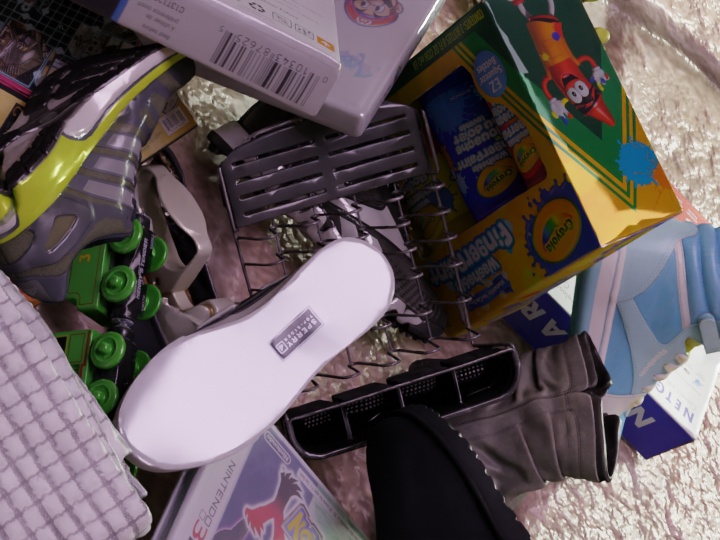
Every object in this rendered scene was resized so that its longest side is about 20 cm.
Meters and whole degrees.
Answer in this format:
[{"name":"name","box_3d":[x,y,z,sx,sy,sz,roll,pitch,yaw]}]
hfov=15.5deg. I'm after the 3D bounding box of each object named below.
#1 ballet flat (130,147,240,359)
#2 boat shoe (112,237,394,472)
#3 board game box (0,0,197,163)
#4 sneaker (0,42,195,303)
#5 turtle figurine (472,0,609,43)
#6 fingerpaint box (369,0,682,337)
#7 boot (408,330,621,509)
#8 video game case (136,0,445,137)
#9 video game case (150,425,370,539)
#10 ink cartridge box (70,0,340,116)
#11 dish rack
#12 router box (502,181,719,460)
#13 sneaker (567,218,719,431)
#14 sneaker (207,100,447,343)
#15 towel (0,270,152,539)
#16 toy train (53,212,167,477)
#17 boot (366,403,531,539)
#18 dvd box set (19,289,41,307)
[{"name":"ballet flat","box_3d":[-0.108,0.013,1.549,0.073,0.073,0.200,-7,75,-46]},{"name":"boat shoe","box_3d":[-0.067,0.052,1.493,0.200,0.068,0.072,-41,95,-31]},{"name":"board game box","box_3d":[-0.199,-0.088,1.470,0.200,0.035,0.136,-37,95,-41]},{"name":"sneaker","box_3d":[-0.149,-0.058,1.437,0.200,0.074,0.081,-50,125,-42]},{"name":"turtle figurine","box_3d":[0.111,-0.201,1.881,0.161,0.064,0.200,26,44,-43]},{"name":"fingerpaint box","box_3d":[0.089,-0.067,1.651,0.073,0.200,0.167,-22,84,-31]},{"name":"boot","box_3d":[0.095,0.130,1.634,0.068,0.130,0.200,54,32,-55]},{"name":"video game case","box_3d":[-0.056,-0.177,1.651,0.200,0.024,0.182,22,45,9]},{"name":"video game case","box_3d":[-0.049,0.198,1.518,0.200,0.023,0.182,52,41,-30]},{"name":"ink cartridge box","box_3d":[-0.108,-0.180,1.512,0.197,0.047,0.200,24,20,-13]},{"name":"dish rack","box_3d":[0.000,0.000,1.607,0.153,0.055,0.200,-17,99,-17]},{"name":"router box","box_3d":[0.177,0.002,1.854,0.200,0.049,0.180,44,45,-20]},{"name":"sneaker","box_3d":[0.202,0.054,1.733,0.130,0.200,0.080,5,31,-1]},{"name":"sneaker","box_3d":[0.000,-0.042,1.663,0.090,0.066,0.200,-45,106,-3]},{"name":"towel","box_3d":[-0.221,0.091,1.345,0.166,0.086,0.200,-37,97,-20]},{"name":"toy train","box_3d":[-0.149,0.060,1.479,0.042,0.056,0.200,42,49,-53]},{"name":"boot","box_3d":[0.001,0.165,1.490,0.168,0.077,0.200,-16,43,-22]},{"name":"dvd box set","box_3d":[-0.274,-0.042,1.439,0.200,0.029,0.147,-1,69,-45]}]
